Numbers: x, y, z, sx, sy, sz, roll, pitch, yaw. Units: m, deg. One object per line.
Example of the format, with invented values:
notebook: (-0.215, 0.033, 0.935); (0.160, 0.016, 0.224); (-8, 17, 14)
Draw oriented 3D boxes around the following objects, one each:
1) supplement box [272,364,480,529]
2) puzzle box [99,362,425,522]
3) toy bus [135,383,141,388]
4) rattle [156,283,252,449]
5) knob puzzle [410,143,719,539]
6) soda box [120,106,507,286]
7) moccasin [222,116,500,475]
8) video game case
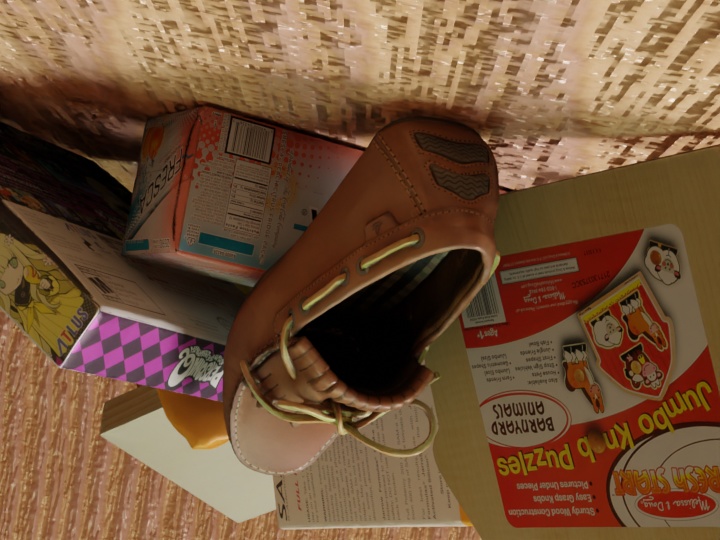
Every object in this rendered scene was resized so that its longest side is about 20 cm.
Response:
supplement box: (0.051, 0.081, 0.827); (0.125, 0.074, 0.200); (-6, 175, -30)
puzzle box: (-0.039, 0.087, 1.010); (0.199, 0.026, 0.133); (-24, 135, 29)
toy bus: (-0.039, 0.043, 1.041); (0.198, 0.079, 0.065); (-5, -154, 9)
rattle: (-0.081, 0.027, 0.969); (0.129, 0.144, 0.200); (-7, 175, -23)
knob puzzle: (0.101, 0.063, 0.641); (0.030, 0.222, 0.219); (-15, -168, -39)
soda box: (-0.001, -0.016, 0.751); (0.198, 0.064, 0.068); (14, 173, -27)
moccasin: (-0.001, 0.029, 0.670); (0.073, 0.078, 0.201); (12, 140, -28)
video game case: (-0.129, -0.010, 0.779); (0.181, 0.036, 0.200); (41, -172, 24)
